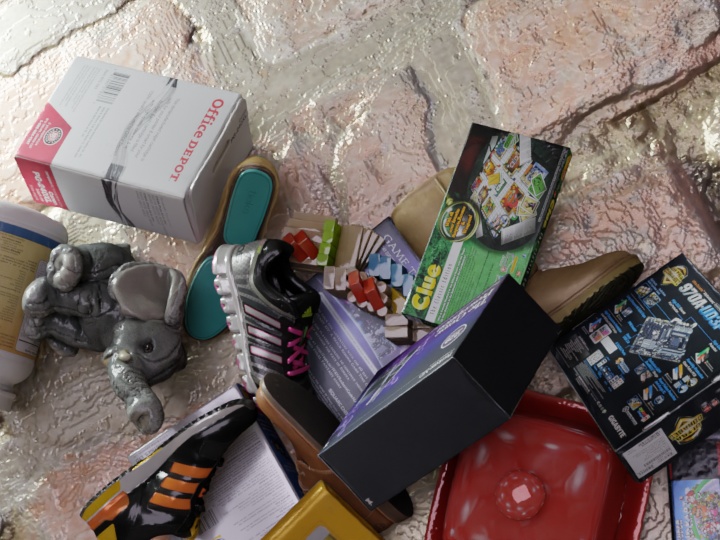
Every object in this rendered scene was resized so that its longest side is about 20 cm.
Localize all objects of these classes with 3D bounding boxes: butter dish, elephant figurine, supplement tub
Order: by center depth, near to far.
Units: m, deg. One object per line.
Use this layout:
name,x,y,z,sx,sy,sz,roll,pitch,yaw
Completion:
butter dish,0.153,0.207,1.400,0.197,0.148,0.202,12,82,17
elephant figurine,-0.224,0.061,1.526,0.199,0.142,0.156,28,83,19
supplement tub,-0.391,0.032,1.580,0.143,0.145,0.202,12,81,17

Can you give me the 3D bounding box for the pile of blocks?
pile of blocks,0.000,0.000,1.511,0.199,0.062,0.082,34,88,18

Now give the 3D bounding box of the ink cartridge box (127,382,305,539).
ink cartridge box,-0.119,0.234,1.502,0.136,0.076,0.201,-33,71,6

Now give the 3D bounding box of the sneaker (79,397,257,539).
sneaker,-0.164,0.203,1.455,0.199,0.070,0.090,-36,87,6

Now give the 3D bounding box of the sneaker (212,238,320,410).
sneaker,-0.073,0.058,1.491,0.087,0.074,0.202,-22,85,27

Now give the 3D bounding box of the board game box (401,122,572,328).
board game box,0.120,-0.035,1.465,0.104,0.023,0.202,18,79,19

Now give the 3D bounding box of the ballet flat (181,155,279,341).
ballet flat,-0.128,-0.024,1.565,0.068,0.063,0.202,21,108,-11

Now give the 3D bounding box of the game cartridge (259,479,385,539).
game cartridge,-0.044,0.325,1.443,0.176,0.032,0.200,44,91,-13

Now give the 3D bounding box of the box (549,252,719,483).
box,0.269,0.082,1.383,0.158,0.200,0.046,-36,116,5

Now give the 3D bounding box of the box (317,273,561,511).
box,0.070,0.110,1.386,0.079,0.141,0.200,44,130,-7

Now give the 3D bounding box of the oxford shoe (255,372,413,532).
oxford shoe,-0.039,0.181,1.458,0.071,0.071,0.200,-35,108,20

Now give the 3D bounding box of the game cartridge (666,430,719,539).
game cartridge,0.347,0.215,1.409,0.128,0.038,0.202,-4,77,9

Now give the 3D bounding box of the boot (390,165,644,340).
boot,0.150,-0.028,1.496,0.174,0.066,0.201,-34,68,-1

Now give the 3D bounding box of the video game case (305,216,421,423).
video game case,-0.008,0.062,1.541,0.199,0.019,0.143,-38,72,3

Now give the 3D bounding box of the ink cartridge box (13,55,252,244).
ink cartridge box,-0.227,-0.124,1.579,0.198,0.084,0.146,15,57,17
